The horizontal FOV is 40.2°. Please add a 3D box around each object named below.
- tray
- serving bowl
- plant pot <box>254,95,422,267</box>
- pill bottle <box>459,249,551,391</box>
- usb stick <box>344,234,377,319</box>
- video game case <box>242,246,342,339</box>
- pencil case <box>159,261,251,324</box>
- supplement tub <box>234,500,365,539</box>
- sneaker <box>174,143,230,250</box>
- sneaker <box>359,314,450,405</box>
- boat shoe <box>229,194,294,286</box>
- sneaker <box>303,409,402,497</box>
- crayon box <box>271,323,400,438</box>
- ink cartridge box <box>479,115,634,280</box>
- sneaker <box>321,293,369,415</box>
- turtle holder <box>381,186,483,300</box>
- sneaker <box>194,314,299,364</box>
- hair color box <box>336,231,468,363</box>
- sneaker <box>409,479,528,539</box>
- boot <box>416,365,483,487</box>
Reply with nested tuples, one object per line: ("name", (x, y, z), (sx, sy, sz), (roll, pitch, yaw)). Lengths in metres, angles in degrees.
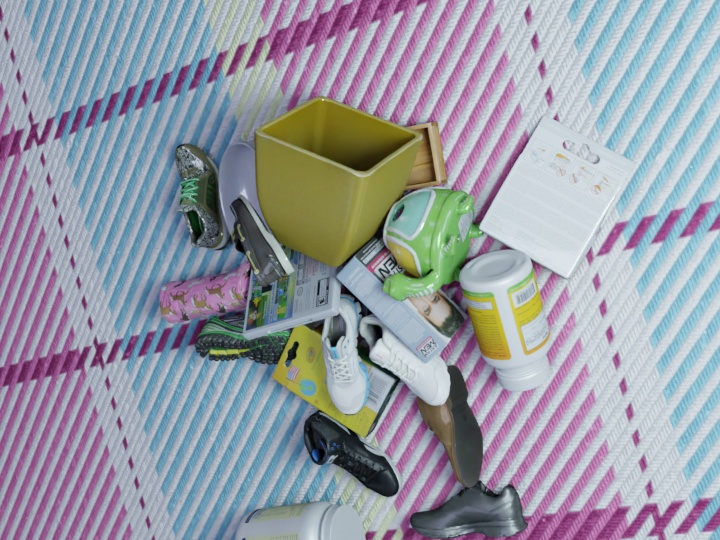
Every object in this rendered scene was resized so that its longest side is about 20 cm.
("tray", (0.037, -0.175, 1.602), (0.200, 0.037, 0.099), (-7, 97, 26))
("serving bowl", (-0.167, -0.122, 1.668), (0.200, 0.066, 0.201), (25, 121, 51))
("plant pot", (-0.044, -0.127, 1.532), (0.194, 0.195, 0.200), (24, 126, 19))
("pill bottle", (0.227, 0.080, 1.501), (0.111, 0.111, 0.200), (-6, 116, 26))
("usb stick", (0.000, 0.000, 1.656), (0.055, 0.033, 0.200), (10, 104, 30))
("video game case", (-0.110, 0.007, 1.646), (0.182, 0.022, 0.200), (-17, 52, 27))
("pencil case", (-0.268, 0.042, 1.760), (0.200, 0.086, 0.083), (-13, 71, 27))
("supplement tub", (-0.106, 0.486, 1.738), (0.200, 0.145, 0.145), (-14, 94, 27))
("sneaker", (-0.291, -0.128, 1.737), (0.077, 0.089, 0.200), (-18, 92, 27))
("sneaker", (0.062, 0.146, 1.588), (0.200, 0.099, 0.078), (47, 122, 34))
("boat shoe", (-0.171, -0.050, 1.553), (0.061, 0.072, 0.201), (-34, 44, -4))
("sneaker", (-0.024, 0.327, 1.686), (0.200, 0.112, 0.073), (45, 116, 11))
("crayon box", (-0.041, 0.180, 1.694), (0.200, 0.051, 0.127), (31, 111, 13))
("ink cartridge box", (0.297, -0.110, 1.497), (0.162, 0.050, 0.200), (32, 95, 18))
("sneaker", (-0.035, 0.142, 1.610), (0.075, 0.087, 0.201), (-7, 92, 15))
("turtle holder", (0.106, -0.040, 1.530), (0.131, 0.141, 0.186), (13, 92, 24))
("sneaker", (-0.190, 0.110, 1.743), (0.199, 0.085, 0.078), (4, 138, 9))
("hair color box", (0.068, 0.042, 1.570), (0.200, 0.099, 0.061), (44, 129, 1))
("sneaker", (0.177, 0.396, 1.635), (0.200, 0.076, 0.091), (-9, 86, 20))
("boot", (0.147, 0.259, 1.623), (0.075, 0.074, 0.200), (-17, 85, 40))
